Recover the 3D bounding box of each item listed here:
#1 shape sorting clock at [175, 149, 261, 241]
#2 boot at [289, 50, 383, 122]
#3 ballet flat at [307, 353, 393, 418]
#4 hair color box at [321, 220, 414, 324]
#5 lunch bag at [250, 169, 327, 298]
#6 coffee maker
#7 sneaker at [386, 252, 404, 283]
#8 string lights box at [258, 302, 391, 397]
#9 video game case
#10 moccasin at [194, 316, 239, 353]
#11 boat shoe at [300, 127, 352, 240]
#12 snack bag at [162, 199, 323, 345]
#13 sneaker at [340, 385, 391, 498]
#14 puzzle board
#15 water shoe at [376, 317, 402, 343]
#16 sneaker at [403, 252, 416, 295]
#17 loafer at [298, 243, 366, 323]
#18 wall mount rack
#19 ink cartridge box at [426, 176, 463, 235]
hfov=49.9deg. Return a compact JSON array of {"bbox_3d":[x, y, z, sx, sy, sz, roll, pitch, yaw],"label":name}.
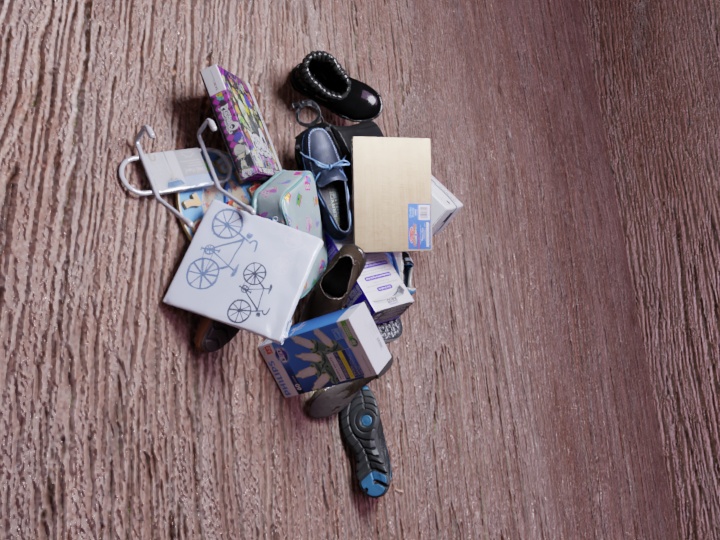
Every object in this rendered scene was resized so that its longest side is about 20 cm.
[{"bbox_3d":[-0.219,-0.102,1.275,0.199,0.039,0.203,28,53,-45],"label":"shape sorting clock"},{"bbox_3d":[-0.033,-0.350,1.497,0.208,0.158,0.081,16,90,-19],"label":"boot"},{"bbox_3d":[-0.023,0.195,1.380,0.199,0.046,0.068,-33,135,-31],"label":"ballet flat"},{"bbox_3d":[0.000,0.000,1.421,0.108,0.065,0.202,-11,62,-45],"label":"hair color box"},{"bbox_3d":[-0.119,-0.061,1.319,0.161,0.076,0.203,-58,146,-57],"label":"lunch bag"},{"bbox_3d":[-0.030,-0.235,1.496,0.200,0.132,0.196,-32,120,-64],"label":"coffee maker"},{"bbox_3d":[0.041,-0.022,1.542,0.079,0.087,0.204,-94,178,-81],"label":"sneaker"},{"bbox_3d":[-0.060,0.131,1.252,0.104,0.198,0.059,62,35,-11],"label":"string lights box"},{"bbox_3d":[-0.194,-0.239,1.302,0.200,0.035,0.184,-31,100,-82],"label":"video game case"},{"bbox_3d":[-0.210,0.031,1.201,0.074,0.077,0.204,46,56,-56],"label":"moccasin"},{"bbox_3d":[-0.046,-0.157,1.359,0.083,0.069,0.203,-21,93,-16],"label":"boat shoe"},{"bbox_3d":[-0.171,-0.002,1.166,0.021,0.197,0.191,97,13,-64],"label":"snack bag"},{"bbox_3d":[0.011,0.309,1.405,0.082,0.072,0.203,55,24,-71],"label":"sneaker"},{"bbox_3d":[0.056,-0.135,1.381,0.148,0.017,0.204,-2,91,-18],"label":"puzzle board"},{"bbox_3d":[-0.016,0.124,1.435,0.197,0.079,0.073,-2,71,-28],"label":"water shoe"},{"bbox_3d":[0.078,-0.036,1.633,0.071,0.072,0.204,8,67,-50],"label":"sneaker"},{"bbox_3d":[-0.059,0.046,1.330,0.203,0.072,0.071,-66,171,6],"label":"loafer"},{"bbox_3d":[-0.254,-0.140,1.174,0.198,0.074,0.176,-17,79,-43],"label":"wall mount rack"},{"bbox_3d":[0.111,-0.143,1.514,0.145,0.084,0.200,44,16,7],"label":"ink cartridge box"}]
